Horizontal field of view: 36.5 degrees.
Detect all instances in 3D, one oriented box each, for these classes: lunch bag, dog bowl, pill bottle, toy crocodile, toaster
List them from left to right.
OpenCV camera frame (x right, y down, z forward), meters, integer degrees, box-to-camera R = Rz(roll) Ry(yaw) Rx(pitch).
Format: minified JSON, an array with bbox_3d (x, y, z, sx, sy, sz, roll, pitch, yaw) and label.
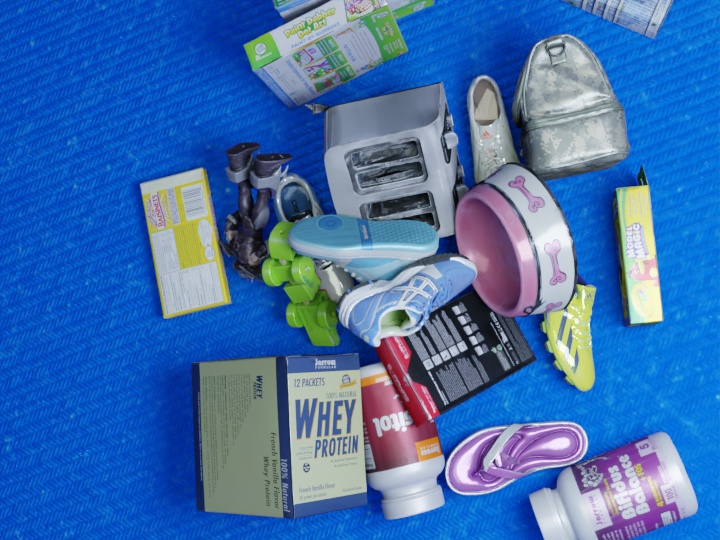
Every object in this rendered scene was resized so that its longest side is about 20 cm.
[{"bbox_3d":[-0.076,0.024,1.495,0.067,0.062,0.202,-4,127,32],"label":"toy crocodile"},{"bbox_3d":[0.040,-0.139,1.463,0.196,0.119,0.183,-10,126,8],"label":"toaster"},{"bbox_3d":[0.050,0.224,1.470,0.111,0.113,0.203,-15,83,8],"label":"pill bottle"},{"bbox_3d":[0.191,-0.031,1.397,0.073,0.200,0.203,-20,81,-18],"label":"dog bowl"},{"bbox_3d":[0.267,-0.212,1.428,0.137,0.200,0.171,-10,89,10],"label":"lunch bag"},{"bbox_3d":[0.325,0.295,1.417,0.197,0.112,0.114,-23,82,7],"label":"pill bottle"}]

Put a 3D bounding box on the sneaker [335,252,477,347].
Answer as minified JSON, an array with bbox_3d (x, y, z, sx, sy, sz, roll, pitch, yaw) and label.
[{"bbox_3d":[0.069,0.042,1.389,0.198,0.077,0.077,-24,46,-20],"label":"sneaker"}]

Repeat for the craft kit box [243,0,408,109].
[{"bbox_3d":[-0.041,-0.302,1.486,0.195,0.200,0.049,-22,81,7],"label":"craft kit box"}]

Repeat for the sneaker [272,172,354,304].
[{"bbox_3d":[-0.070,-0.043,1.534,0.071,0.072,0.202,-27,83,4],"label":"sneaker"}]

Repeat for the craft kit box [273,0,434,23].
[{"bbox_3d":[-0.007,-0.376,1.480,0.197,0.197,0.049,-20,78,7],"label":"craft kit box"}]

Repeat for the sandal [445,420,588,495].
[{"bbox_3d":[0.208,0.243,1.459,0.199,0.050,0.084,-18,82,-3],"label":"sandal"}]

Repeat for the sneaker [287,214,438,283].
[{"bbox_3d":[0.000,0.000,1.445,0.196,0.080,0.132,5,128,-2],"label":"sneaker"}]

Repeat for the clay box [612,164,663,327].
[{"bbox_3d":[0.362,-0.030,1.436,0.047,0.115,0.204,-7,83,10],"label":"clay box"}]

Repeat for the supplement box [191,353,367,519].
[{"bbox_3d":[-0.110,0.215,1.444,0.198,0.133,0.204,-9,83,44],"label":"supplement box"}]

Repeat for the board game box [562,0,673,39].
[{"bbox_3d":[0.400,-0.434,1.490,0.197,0.062,0.203,24,90,12],"label":"board game box"}]

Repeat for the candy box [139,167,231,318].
[{"bbox_3d":[-0.255,-0.039,1.588,0.101,0.026,0.204,-13,83,12],"label":"candy box"}]

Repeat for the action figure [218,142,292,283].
[{"bbox_3d":[-0.148,-0.072,1.522,0.129,0.069,0.203,30,125,35],"label":"action figure"}]

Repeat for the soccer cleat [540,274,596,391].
[{"bbox_3d":[0.283,0.060,1.463,0.083,0.064,0.203,-21,79,24],"label":"soccer cleat"}]

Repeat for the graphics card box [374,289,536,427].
[{"bbox_3d":[0.126,0.108,1.445,0.198,0.051,0.127,-25,80,-31],"label":"graphics card box"}]

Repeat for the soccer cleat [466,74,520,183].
[{"bbox_3d":[0.182,-0.169,1.497,0.068,0.078,0.203,-13,83,8],"label":"soccer cleat"}]
